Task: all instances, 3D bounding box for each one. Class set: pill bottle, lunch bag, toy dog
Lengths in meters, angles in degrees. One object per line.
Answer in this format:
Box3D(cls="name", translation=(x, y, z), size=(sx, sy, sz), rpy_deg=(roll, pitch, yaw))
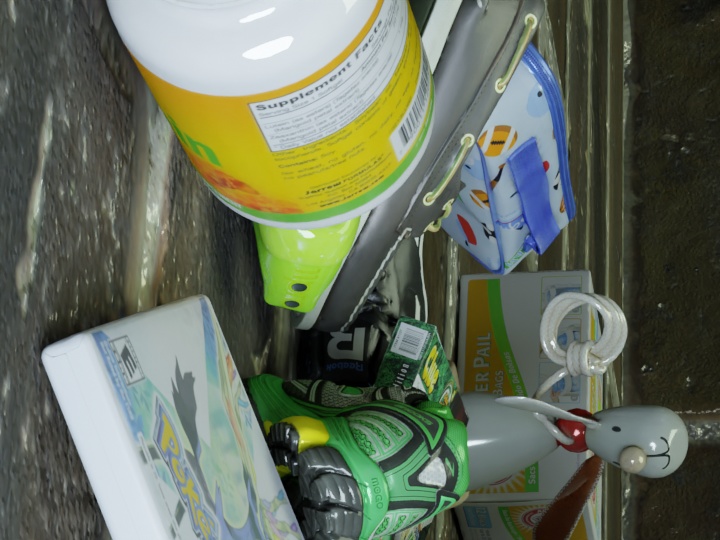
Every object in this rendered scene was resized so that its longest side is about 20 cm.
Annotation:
Box3D(cls="pill bottle", translation=(-0.039, -0.104, 0.992), size=(0.200, 0.111, 0.111), rpy_deg=(65, 25, -64))
Box3D(cls="lunch bag", translation=(0.051, -0.088, 1.358), size=(0.160, 0.076, 0.200), rpy_deg=(43, -11, 24))
Box3D(cls="toy dog", translation=(0.085, 0.107, 1.498), size=(0.132, 0.200, 0.096), rpy_deg=(61, 33, -8))

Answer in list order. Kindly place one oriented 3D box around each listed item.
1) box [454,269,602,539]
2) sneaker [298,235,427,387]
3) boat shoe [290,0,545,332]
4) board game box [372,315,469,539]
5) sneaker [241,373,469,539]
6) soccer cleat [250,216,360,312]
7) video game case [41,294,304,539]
Box3D(cls="box", translation=(0.129, 0.112, 1.894), size=(0.113, 0.101, 0.200), rpy_deg=(72, 19, -57))
Box3D(cls="sneaker", translation=(0.000, 0.000, 1.288), size=(0.112, 0.073, 0.200), rpy_deg=(-79, 163, -49))
Box3D(cls="boat shoe", translation=(0.027, -0.055, 1.218), size=(0.201, 0.061, 0.072), rpy_deg=(-66, -161, 10))
Box3D(cls="board game box", translation=(0.022, 0.098, 1.290), size=(0.200, 0.023, 0.105), rpy_deg=(67, 45, -71))
Box3D(cls="sneaker", translation=(-0.003, 0.087, 1.122), size=(0.200, 0.085, 0.078), rpy_deg=(-156, -124, -74))
Box3D(cls="soccer cleat", translation=(-0.030, -0.068, 1.200), size=(0.200, 0.067, 0.081), rpy_deg=(-88, -167, -44))
Box3D(cls="video game case", translation=(-0.051, 0.110, 0.951), size=(0.182, 0.022, 0.200), rpy_deg=(-21, 89, -79))
